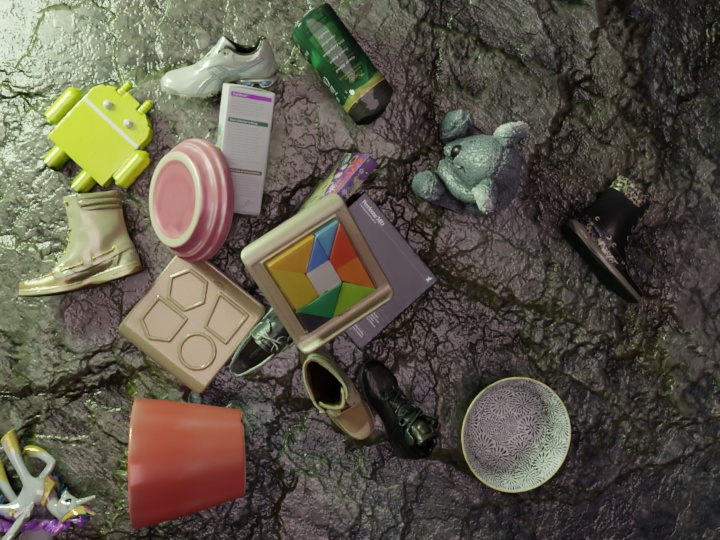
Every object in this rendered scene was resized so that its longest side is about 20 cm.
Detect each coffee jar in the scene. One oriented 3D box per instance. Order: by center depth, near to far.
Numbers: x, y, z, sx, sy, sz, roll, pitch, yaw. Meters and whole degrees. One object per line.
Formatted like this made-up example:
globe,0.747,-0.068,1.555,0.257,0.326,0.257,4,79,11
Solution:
coffee jar,-0.027,-0.347,1.049,0.085,0.104,0.201,-39,95,-1

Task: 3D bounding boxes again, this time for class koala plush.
koala plush,0.210,-0.175,1.032,0.182,0.200,0.179,26,89,-7

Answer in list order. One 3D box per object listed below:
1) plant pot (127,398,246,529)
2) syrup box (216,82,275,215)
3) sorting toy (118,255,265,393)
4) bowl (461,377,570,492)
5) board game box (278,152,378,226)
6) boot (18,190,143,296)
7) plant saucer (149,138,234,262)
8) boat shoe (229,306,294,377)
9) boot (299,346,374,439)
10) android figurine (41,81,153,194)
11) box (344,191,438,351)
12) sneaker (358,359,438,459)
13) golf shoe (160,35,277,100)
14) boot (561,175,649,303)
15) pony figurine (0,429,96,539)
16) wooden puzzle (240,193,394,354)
plant pot,-0.283,0.308,1.010,0.175,0.200,0.203,-1,92,-15
syrup box,-0.197,-0.202,1.016,0.081,0.079,0.202,5,106,-21
sorting toy,-0.293,0.086,1.073,0.185,0.036,0.201,39,92,-6
bowl,0.267,0.284,1.107,0.198,0.094,0.203,0,93,-6
board game box,-0.064,-0.117,1.037,0.200,0.120,0.032,-49,119,-7
boot,-0.484,-0.044,1.025,0.198,0.073,0.157,-15,94,-7
plant saucer,-0.284,-0.114,0.993,0.051,0.199,0.203,-2,93,-50
boat shoe,-0.148,0.116,1.029,0.072,0.071,0.200,40,115,-3
boot,-0.037,0.221,1.041,0.072,0.155,0.201,-33,95,-4
android figurine,-0.440,-0.230,1.041,0.182,0.041,0.200,44,89,-6
box,0.000,0.000,1.063,0.182,0.104,0.200,-40,96,-2
sneaker,0.074,0.242,1.069,0.076,0.114,0.201,-29,95,-33
golf shoe,-0.240,-0.347,1.022,0.198,0.098,0.079,-12,49,-10
boot,0.489,-0.057,1.131,0.154,0.073,0.204,-43,95,-5
pony figurine,-0.558,0.397,1.007,0.200,0.167,0.193,39,80,9
wooden puzzle,-0.063,0.008,0.969,0.184,0.037,0.201,-33,106,-6
